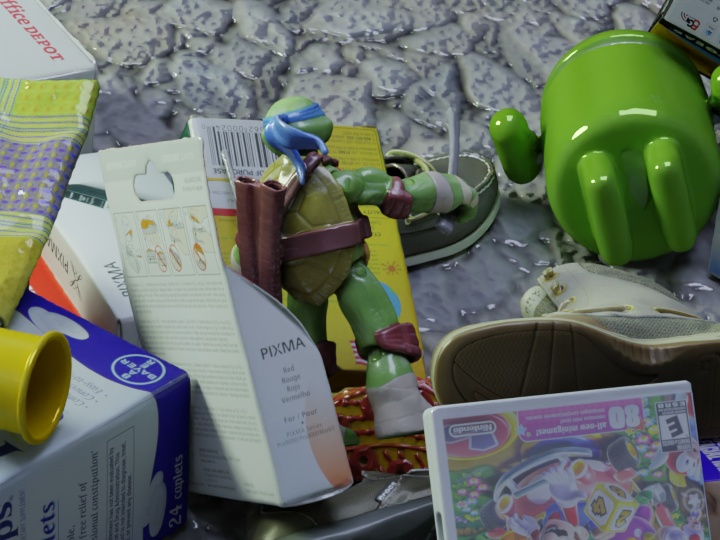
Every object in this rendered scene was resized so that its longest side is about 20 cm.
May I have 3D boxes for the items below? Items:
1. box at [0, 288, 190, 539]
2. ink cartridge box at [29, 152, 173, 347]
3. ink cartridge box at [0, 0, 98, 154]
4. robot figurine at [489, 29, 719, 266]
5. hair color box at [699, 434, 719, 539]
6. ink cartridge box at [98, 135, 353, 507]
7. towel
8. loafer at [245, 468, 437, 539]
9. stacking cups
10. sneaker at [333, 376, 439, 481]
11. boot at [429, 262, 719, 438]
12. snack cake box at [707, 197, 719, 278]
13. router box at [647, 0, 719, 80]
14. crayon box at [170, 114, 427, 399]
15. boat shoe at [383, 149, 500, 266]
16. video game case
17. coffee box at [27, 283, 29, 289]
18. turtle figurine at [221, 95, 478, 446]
[{"bbox_3d":[-0.223,0.100,1.551,0.184,0.105,0.200,25,37,30],"label":"box"},{"bbox_3d":[-0.182,-0.005,1.791,0.173,0.044,0.200,-8,34,-24],"label":"ink cartridge box"},{"bbox_3d":[-0.294,-0.116,1.914,0.199,0.086,0.148,-10,34,-26],"label":"ink cartridge box"},{"bbox_3d":[0.179,-0.085,1.907,0.175,0.116,0.200,-14,30,9],"label":"robot figurine"},{"bbox_3d":[0.144,0.150,1.516,0.199,0.110,0.065,-6,23,-18],"label":"hair color box"},{"bbox_3d":[-0.076,0.025,1.558,0.050,0.201,0.162,-13,5,-24],"label":"ink cartridge box"},{"bbox_3d":[-0.239,-0.046,1.621,0.143,0.023,0.200,10,49,11],"label":"towel"},{"bbox_3d":[0.026,0.133,1.564,0.199,0.075,0.070,-8,38,-21],"label":"loafer"},{"bbox_3d":[-0.253,0.042,1.486,0.199,0.061,0.061,11,31,15],"label":"stacking cups"},{"bbox_3d":[0.073,0.094,1.661,0.199,0.073,0.077,-1,-1,-3],"label":"sneaker"},{"bbox_3d":[0.112,0.042,1.557,0.199,0.072,0.155,1,15,-20],"label":"boot"},{"bbox_3d":[0.339,-0.004,1.849,0.200,0.067,0.115,28,39,32],"label":"snack cake box"},{"bbox_3d":[0.296,-0.136,1.952,0.200,0.051,0.149,29,-1,2],"label":"router box"},{"bbox_3d":[-0.038,0.004,1.726,0.127,0.051,0.200,3,56,-21],"label":"crayon box"},{"bbox_3d":[0.022,-0.041,1.864,0.072,0.060,0.201,29,38,33],"label":"boat shoe"},{"bbox_3d":[0.112,0.162,1.443,0.143,0.201,0.018,-5,-6,-17],"label":"video game case"},{"bbox_3d":[-0.302,-0.016,1.693,0.199,0.123,0.044,-3,63,1],"label":"coffee box"},{"bbox_3d":[0.000,0.000,1.619,0.143,0.195,0.200,-8,-4,-3],"label":"turtle figurine"}]
